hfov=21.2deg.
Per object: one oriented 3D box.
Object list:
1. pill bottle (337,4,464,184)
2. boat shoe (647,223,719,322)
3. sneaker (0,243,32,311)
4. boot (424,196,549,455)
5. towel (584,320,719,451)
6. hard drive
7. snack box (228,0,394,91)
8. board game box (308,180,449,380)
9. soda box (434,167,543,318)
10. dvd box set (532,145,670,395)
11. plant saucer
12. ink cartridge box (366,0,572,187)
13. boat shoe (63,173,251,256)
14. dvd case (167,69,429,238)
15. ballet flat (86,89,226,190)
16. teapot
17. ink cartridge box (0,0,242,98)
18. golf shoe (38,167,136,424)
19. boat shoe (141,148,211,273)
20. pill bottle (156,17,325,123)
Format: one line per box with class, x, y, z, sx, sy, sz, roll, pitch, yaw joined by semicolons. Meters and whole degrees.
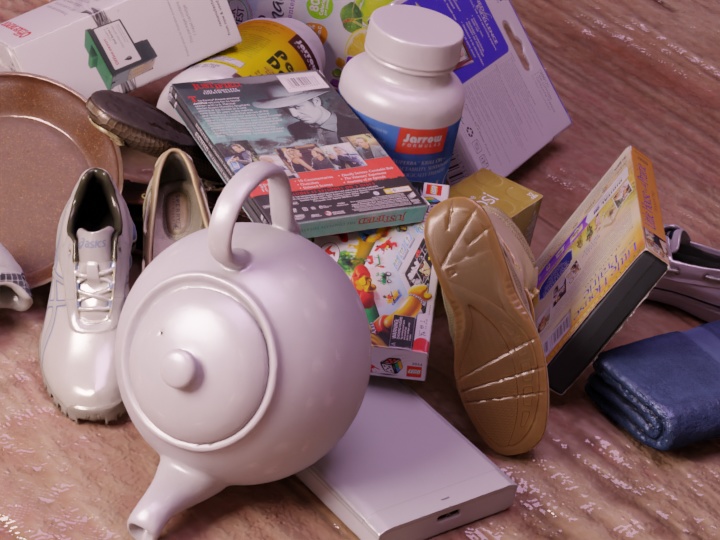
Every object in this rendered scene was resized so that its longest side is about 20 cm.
pill bottle;0.029;-0.123;1.673;0.112;0.201;0.112;9;31;-5
boat shoe;0.273;-0.011;1.703;0.199;0.067;0.074;19;31;11
sneaker;-0.336;0.030;1.430;0.200;0.076;0.081;-32;81;-38
boot;0.111;0.041;1.519;0.072;0.201;0.155;-19;-4;12
towel;0.286;0.092;1.558;0.199;0.049;0.112;-10;37;-33
hard drive;0.004;0.126;1.428;0.131;0.026;0.200;-14;40;-36
snack box;-0.055;-0.242;1.895;0.199;0.143;0.053;11;31;-2
board game box;0.000;0.000;1.523;0.126;0.035;0.200;6;43;3
soda box;0.076;-0.020;1.654;0.068;0.064;0.200;28;34;24
dvd box set;0.195;-0.004;1.581;0.029;0.147;0.200;31;24;-12
plant saucer;-0.290;-0.066;1.557;0.199;0.037;0.201;0;65;0
ink cartridge box;0.108;-0.188;1.840;0.043;0.199;0.200;-22;9;38
boat shoe;-0.151;-0.033;1.593;0.199;0.071;0.070;8;22;11
dvd case;-0.053;-0.097;1.566;0.145;0.022;0.200;-9;44;-30
ballet flat;-0.160;-0.102;1.585;0.067;0.046;0.200;49;17;29
teapot;-0.094;0.056;1.322;0.201;0.197;0.146;65;20;9
ink cartridge box;-0.229;-0.212;1.743;0.199;0.085;0.146;-26;20;-14
golf shoe;-0.205;0.015;1.435;0.078;0.097;0.201;-3;56;-6
boat shoe;-0.138;0.000;1.494;0.073;0.063;0.201;-2;56;-4
pill bottle;-0.103;-0.167;1.788;0.109;0.110;0.200;19;32;12
